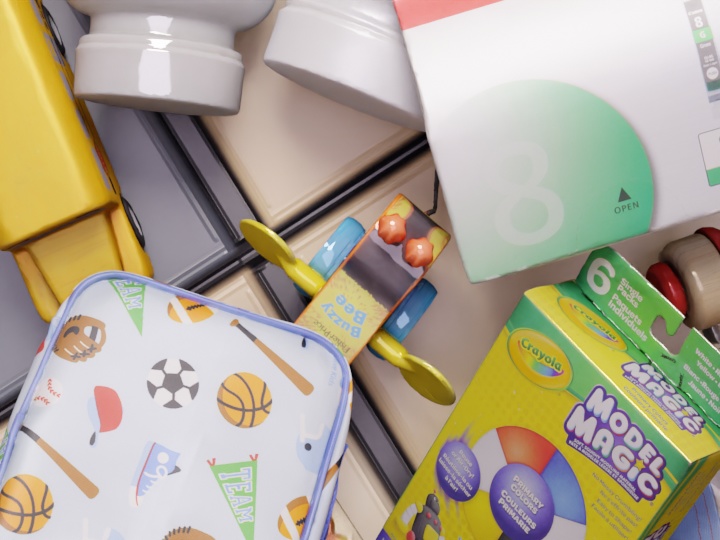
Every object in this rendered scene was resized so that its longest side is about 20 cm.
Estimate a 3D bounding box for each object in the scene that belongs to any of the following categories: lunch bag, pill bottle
[{"bbox_3d":[-0.088,0.110,0.790,0.159,0.076,0.202,19,66,-5],"label":"lunch bag"},{"bbox_3d":[0.033,-0.178,0.866,0.113,0.114,0.202,21,90,-1],"label":"pill bottle"},{"bbox_3d":[-0.092,-0.182,0.865,0.111,0.113,0.202,5,90,-1],"label":"pill bottle"}]

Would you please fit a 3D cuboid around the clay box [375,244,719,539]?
[{"bbox_3d":[0.094,0.097,0.835,0.115,0.047,0.201,46,127,27],"label":"clay box"}]

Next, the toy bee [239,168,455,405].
[{"bbox_3d":[0.000,0.000,0.872,0.130,0.109,0.202,18,90,1],"label":"toy bee"}]

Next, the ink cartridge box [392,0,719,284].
[{"bbox_3d":[0.099,-0.111,0.795,0.159,0.050,0.202,-16,109,2],"label":"ink cartridge box"}]

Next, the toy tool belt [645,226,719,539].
[{"bbox_3d":[0.154,0.091,0.869,0.122,0.125,0.202,-19,90,-9],"label":"toy tool belt"}]

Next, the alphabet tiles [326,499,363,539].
[{"bbox_3d":[-0.082,0.144,0.819,0.166,0.006,0.201,-30,76,-19],"label":"alphabet tiles"}]

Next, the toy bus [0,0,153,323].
[{"bbox_3d":[-0.171,-0.076,0.881,0.065,0.078,0.202,-22,91,-1],"label":"toy bus"}]
